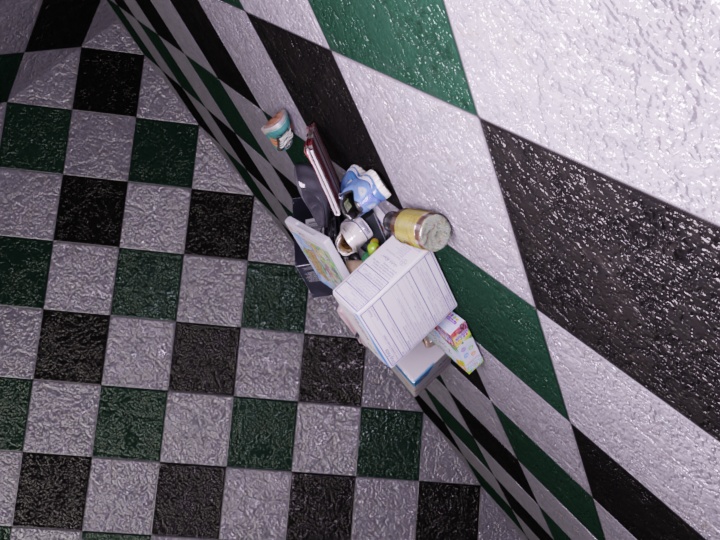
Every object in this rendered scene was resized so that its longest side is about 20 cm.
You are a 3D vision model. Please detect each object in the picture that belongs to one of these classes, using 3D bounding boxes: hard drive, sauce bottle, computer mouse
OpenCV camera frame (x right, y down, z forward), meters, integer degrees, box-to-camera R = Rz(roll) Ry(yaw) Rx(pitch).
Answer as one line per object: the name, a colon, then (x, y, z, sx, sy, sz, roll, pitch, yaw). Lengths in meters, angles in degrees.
hard drive: (0.010, -0.094, 1.406, 0.139, 0.033, 0.201, 45, 169, 38)
sauce bottle: (0.091, -0.076, 1.085, 0.065, 0.064, 0.200, 53, 173, -18)
computer mouse: (-0.084, -0.159, 1.339, 0.201, 0.051, 0.142, 60, -160, -52)

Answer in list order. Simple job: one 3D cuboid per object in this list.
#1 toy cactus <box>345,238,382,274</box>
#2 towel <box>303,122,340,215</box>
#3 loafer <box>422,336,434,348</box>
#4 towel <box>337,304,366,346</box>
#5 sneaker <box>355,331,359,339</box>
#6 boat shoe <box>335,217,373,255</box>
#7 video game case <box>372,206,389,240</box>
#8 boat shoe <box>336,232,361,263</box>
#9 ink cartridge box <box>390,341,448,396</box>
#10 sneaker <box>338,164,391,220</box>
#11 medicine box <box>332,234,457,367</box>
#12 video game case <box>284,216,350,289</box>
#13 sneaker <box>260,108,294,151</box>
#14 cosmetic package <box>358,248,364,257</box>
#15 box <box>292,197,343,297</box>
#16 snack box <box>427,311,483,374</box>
toy cactus: (0.037, -0.001, 1.371, 0.162, 0.104, 0.201, 15, 157, 36)
towel: (-0.075, -0.206, 1.252, 0.201, 0.022, 0.147, -95, -18, -64)
loafer: (0.133, 0.108, 1.595, 0.201, 0.062, 0.072, 49, 172, 15)
towel: (0.012, 0.077, 1.713, 0.031, 0.203, 0.192, 7, 148, 29)
sneaker: (0.044, 0.127, 1.562, 0.078, 0.139, 0.200, 50, 176, -36)
boat shoe: (-0.026, -0.068, 1.361, 0.071, 0.069, 0.200, 51, 171, -8)
video game case: (0.016, -0.127, 1.415, 0.144, 0.018, 0.200, 51, 171, 11)
boat shoe: (0.000, 0.000, 1.483, 0.071, 0.067, 0.205, -19, -92, -56)
ink cartridge box: (0.153, 0.227, 1.701, 0.146, 0.146, 0.201, 46, 170, 20)
sneaker: (-0.013, -0.153, 1.224, 0.079, 0.089, 0.200, 53, 173, -16)
medicine box: (0.073, 0.055, 1.248, 0.103, 0.199, 0.184, 38, 165, 48)
video game case: (-0.083, -0.021, 1.427, 0.181, 0.022, 0.202, 30, 155, 50)
sneaker: (-0.189, -0.334, 1.498, 0.080, 0.071, 0.200, 49, 178, -17)
cosmetic package: (0.047, -0.002, 1.549, 0.199, 0.073, 0.103, 39, 158, 49)
box: (-0.100, -0.065, 1.661, 0.199, 0.119, 0.205, 72, -168, -63)
snack box: (0.189, 0.131, 1.437, 0.200, 0.053, 0.144, 41, 167, 52)
